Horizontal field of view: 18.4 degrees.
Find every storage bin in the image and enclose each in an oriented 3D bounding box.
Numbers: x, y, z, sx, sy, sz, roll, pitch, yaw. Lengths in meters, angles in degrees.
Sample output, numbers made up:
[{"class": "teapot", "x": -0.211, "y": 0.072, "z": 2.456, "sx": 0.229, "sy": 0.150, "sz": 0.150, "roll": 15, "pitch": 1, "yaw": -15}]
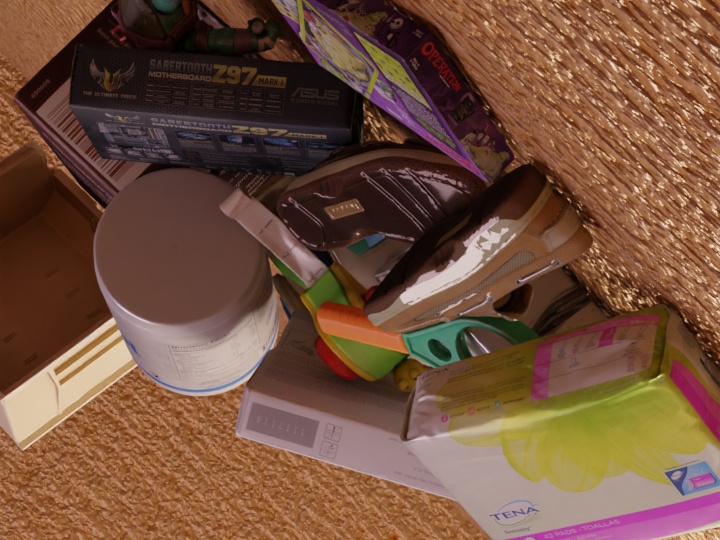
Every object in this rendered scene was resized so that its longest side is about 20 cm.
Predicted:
[{"class": "storage bin", "x": -0.282, "y": 0.016, "z": 1.915, "sx": 0.200, "sy": 0.198, "sz": 0.094, "roll": 41, "pitch": 156, "yaw": 27}]

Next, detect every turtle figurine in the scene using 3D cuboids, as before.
[{"class": "turtle figurine", "x": -0.125, "y": -0.192, "z": 1.568, "sx": 0.150, "sy": 0.101, "sz": 0.200, "roll": 42, "pitch": 167, "yaw": 26}]

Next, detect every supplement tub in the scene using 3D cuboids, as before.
[{"class": "supplement tub", "x": -0.133, "y": 0.012, "z": 1.734, "sx": 0.132, "sy": 0.132, "sz": 0.200, "roll": 43, "pitch": 168, "yaw": 15}]

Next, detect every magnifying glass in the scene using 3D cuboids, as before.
[{"class": "magnifying glass", "x": 0.050, "y": 0.050, "z": 1.500, "sx": 0.200, "sy": 0.022, "sz": 0.080, "roll": 14, "pitch": 138, "yaw": 42}]

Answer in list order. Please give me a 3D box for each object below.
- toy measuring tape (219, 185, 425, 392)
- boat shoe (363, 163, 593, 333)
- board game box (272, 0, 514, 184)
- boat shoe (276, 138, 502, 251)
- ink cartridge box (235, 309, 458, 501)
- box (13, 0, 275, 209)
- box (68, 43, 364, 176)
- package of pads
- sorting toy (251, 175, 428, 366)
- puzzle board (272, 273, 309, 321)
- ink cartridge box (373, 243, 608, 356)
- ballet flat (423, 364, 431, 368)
[{"class": "toy measuring tape", "x": -0.025, "y": 0.020, "z": 1.613, "sx": 0.200, "sy": 0.074, "sz": 0.074, "roll": 44, "pitch": 173, "yaw": -11}, {"class": "boat shoe", "x": 0.074, "y": 0.006, "z": 1.402, "sx": 0.076, "sy": 0.072, "sz": 0.200, "roll": 40, "pitch": 149, "yaw": -10}, {"class": "board game box", "x": 0.007, "y": -0.136, "z": 1.379, "sx": 0.200, "sy": 0.032, "sz": 0.120, "roll": 39, "pitch": 167, "yaw": 47}, {"class": "boat shoe", "x": 0.027, "y": -0.064, "z": 1.501, "sx": 0.202, "sy": 0.075, "sz": 0.075, "roll": -2, "pitch": 128, "yaw": 48}, {"class": "ink cartridge box", "x": 0.022, "y": 0.102, "z": 1.663, "sx": 0.200, "sy": 0.045, "sz": 0.176, "roll": 16, "pitch": -161, "yaw": 5}, {"class": "box", "x": -0.159, "y": -0.117, "z": 1.886, "sx": 0.166, "sy": 0.164, "sz": 0.200, "roll": 42, "pitch": 173, "yaw": 19}, {"class": "box", "x": -0.099, "y": -0.112, "z": 1.592, "sx": 0.200, "sy": 0.051, "sz": 0.158, "roll": 4, "pitch": 170, "yaw": 3}, {"class": "package of pads", "x": 0.143, "y": 0.108, "z": 1.412, "sx": 0.200, "sy": 0.068, "sz": 0.155, "roll": -18, "pitch": 129, "yaw": 32}, {"class": "sorting toy", "x": 0.000, "y": 0.000, "z": 1.747, "sx": 0.200, "sy": 0.036, "sz": 0.185, "roll": 48, "pitch": 143, "yaw": -6}, {"class": "puzzle board", "x": 0.005, "y": 0.086, "z": 1.873, "sx": 0.200, "sy": 0.017, "sz": 0.151, "roll": 27, "pitch": -152, "yaw": -58}, {"class": "ink cartridge box", "x": 0.114, "y": 0.046, "z": 1.563, "sx": 0.200, "sy": 0.086, "sz": 0.146, "roll": 48, "pitch": 173, "yaw": -4}, {"class": "ballet flat", "x": 0.068, "y": 0.111, "z": 1.742, "sx": 0.072, "sy": 0.200, "sz": 0.072, "roll": 177, "pitch": 90, "yaw": -74}]
